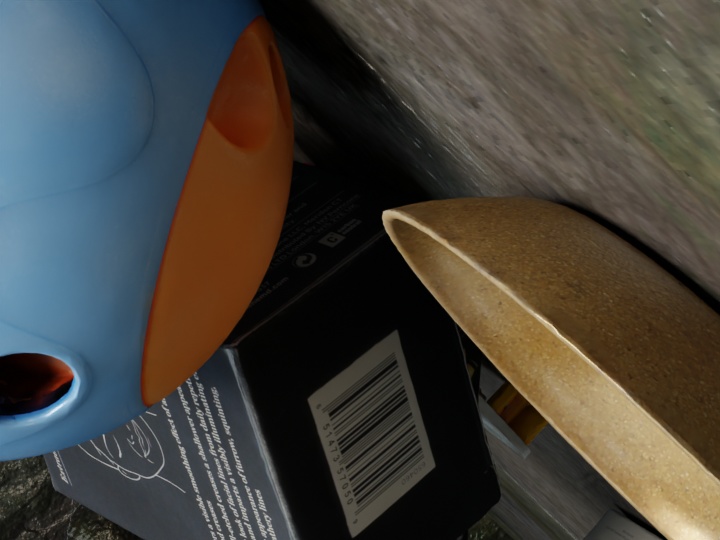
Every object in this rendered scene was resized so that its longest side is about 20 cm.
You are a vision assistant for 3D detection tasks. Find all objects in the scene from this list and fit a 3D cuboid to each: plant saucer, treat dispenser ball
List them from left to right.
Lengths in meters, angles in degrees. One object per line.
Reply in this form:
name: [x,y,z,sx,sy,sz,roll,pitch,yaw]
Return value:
treat dispenser ball: [-0.120,-0.041,0.578,0.201,0.201,0.201,44,176,4]
plant saucer: [0.088,0.043,0.498,0.200,0.035,0.200,45,176,4]

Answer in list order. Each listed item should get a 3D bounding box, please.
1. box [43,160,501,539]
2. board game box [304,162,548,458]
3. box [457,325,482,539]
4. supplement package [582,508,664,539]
box: [-0.058,0.038,0.758,0.199,0.107,0.149,19,135,44]
board game box: [0.000,0.000,0.985,0.200,0.026,0.200,47,175,-25]
box: [-0.019,0.069,0.894,0.158,0.046,0.201,28,139,26]
supplement package: [0.140,0.265,0.991,0.152,0.200,0.151,44,176,-6]
